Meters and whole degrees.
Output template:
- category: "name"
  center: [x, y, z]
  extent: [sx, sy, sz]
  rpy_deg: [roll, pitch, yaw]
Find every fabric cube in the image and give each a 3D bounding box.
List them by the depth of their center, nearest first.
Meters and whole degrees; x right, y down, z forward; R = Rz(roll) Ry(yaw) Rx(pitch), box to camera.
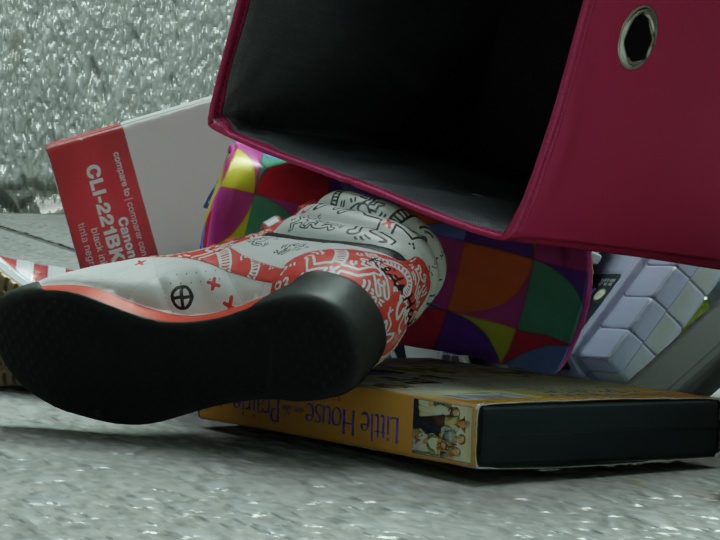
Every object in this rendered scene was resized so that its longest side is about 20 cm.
- category: "fabric cube"
  center: [0.084, -0.123, 1.194]
  extent: [0.199, 0.197, 0.199]
  rpy_deg: [23, 10, 40]

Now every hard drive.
- category: "hard drive"
  center: [0.215, -0.001, 1.248]
  extent: [0.200, 0.026, 0.132]
  rpy_deg: [-43, -11, 16]

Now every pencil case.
- category: "pencil case"
  center: [0.014, -0.005, 1.261]
  extent: [0.199, 0.089, 0.088]
  rpy_deg: [12, 3, -2]

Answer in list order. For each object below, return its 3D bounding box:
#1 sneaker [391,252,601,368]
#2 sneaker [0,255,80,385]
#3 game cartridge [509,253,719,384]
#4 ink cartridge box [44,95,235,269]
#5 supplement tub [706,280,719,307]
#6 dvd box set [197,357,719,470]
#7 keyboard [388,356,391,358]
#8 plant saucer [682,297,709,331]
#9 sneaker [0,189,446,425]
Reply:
- category: "sneaker"
  center: [0.099, -0.014, 1.354]
  extent: [0.076, 0.200, 0.080]
  rpy_deg: [42, -8, -31]
- category: "sneaker"
  center: [-0.146, 0.023, 1.338]
  extent: [0.199, 0.072, 0.112]
  rpy_deg: [13, 12, 28]
- category: "game cartridge"
  center: [0.128, 0.005, 1.390]
  extent: [0.038, 0.130, 0.200]
  rpy_deg: [46, -16, -16]
- category: "ink cartridge box"
  center: [-0.058, -0.060, 1.447]
  extent: [0.199, 0.084, 0.144]
  rpy_deg: [-16, 1, 7]
- category: "supplement tub"
  center: [0.295, -0.001, 1.411]
  extent: [0.145, 0.146, 0.199]
  rpy_deg: [6, 5, 43]
- category: "dvd box set"
  center: [0.042, 0.062, 1.154]
  extent: [0.146, 0.030, 0.199]
  rpy_deg: [0, 3, -39]
- category: "keyboard"
  center: [-0.011, 0.055, 1.355]
  extent: [0.056, 0.011, 0.200]
  rpy_deg: [11, 6, 21]
- category: "plant saucer"
  center: [0.259, 0.033, 1.617]
  extent: [0.199, 0.048, 0.200]
  rpy_deg: [2, 4, -15]
- category: "sneaker"
  center: [-0.059, 0.014, 1.148]
  extent: [0.200, 0.068, 0.108]
  rpy_deg: [-3, 24, 32]
